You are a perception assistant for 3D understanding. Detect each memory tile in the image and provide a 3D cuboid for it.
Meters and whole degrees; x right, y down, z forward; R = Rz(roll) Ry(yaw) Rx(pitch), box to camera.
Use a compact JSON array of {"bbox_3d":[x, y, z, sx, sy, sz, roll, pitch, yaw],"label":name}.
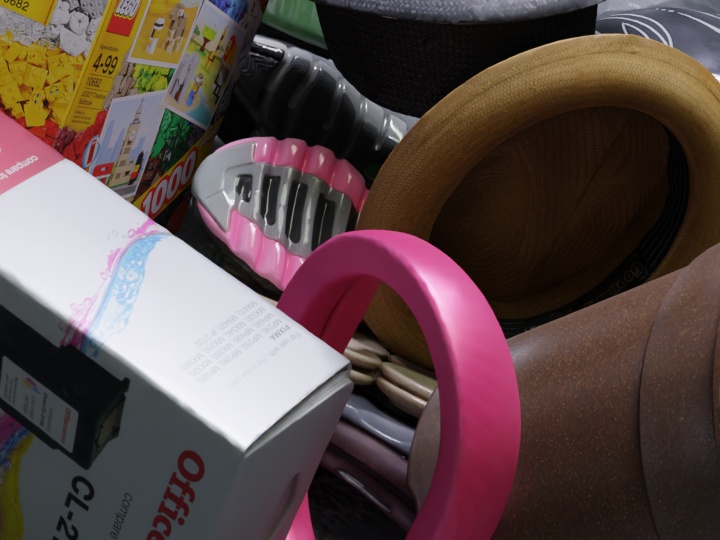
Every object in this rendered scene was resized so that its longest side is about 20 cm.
[{"bbox_3d":[0.012,0.047,1.059,0.199,0.017,0.153,25,4,3],"label":"memory tile"}]

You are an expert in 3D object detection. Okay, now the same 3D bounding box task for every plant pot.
[{"bbox_3d":[0.136,0.087,0.890,0.200,0.198,0.201,15,67,-39],"label":"plant pot"}]

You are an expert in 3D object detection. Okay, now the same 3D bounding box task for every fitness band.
[{"bbox_3d":[0.002,0.074,0.903,0.037,0.200,0.144,-4,46,-31],"label":"fitness band"}]

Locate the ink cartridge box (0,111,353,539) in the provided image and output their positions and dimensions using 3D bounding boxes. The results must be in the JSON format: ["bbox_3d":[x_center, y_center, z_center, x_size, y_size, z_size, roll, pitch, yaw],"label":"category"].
[{"bbox_3d":[-0.120,0.050,0.904,0.200,0.146,0.083,35,37,16],"label":"ink cartridge box"}]

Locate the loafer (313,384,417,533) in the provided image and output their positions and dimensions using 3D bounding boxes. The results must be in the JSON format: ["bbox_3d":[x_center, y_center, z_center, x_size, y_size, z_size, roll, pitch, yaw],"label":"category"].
[{"bbox_3d":[-0.009,0.086,1.010,0.199,0.063,0.072,27,4,17],"label":"loafer"}]

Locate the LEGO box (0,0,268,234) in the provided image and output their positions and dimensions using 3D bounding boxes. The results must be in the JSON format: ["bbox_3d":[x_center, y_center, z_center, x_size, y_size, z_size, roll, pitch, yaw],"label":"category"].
[{"bbox_3d":[-0.127,-0.098,1.042,0.077,0.149,0.200,24,8,14],"label":"LEGO box"}]

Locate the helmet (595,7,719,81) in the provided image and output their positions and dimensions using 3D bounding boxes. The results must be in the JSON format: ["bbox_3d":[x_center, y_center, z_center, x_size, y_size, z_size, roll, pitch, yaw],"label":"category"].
[{"bbox_3d":[0.166,-0.044,1.152,0.200,0.200,0.191,33,-9,13],"label":"helmet"}]

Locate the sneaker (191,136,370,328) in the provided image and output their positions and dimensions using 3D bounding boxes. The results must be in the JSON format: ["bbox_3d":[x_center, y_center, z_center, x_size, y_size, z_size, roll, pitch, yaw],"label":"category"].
[{"bbox_3d":[0.000,0.000,1.107,0.199,0.095,0.079,25,72,-14],"label":"sneaker"}]

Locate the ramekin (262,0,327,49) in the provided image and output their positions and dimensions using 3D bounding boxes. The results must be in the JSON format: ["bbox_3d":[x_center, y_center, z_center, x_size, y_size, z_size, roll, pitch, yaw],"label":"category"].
[{"bbox_3d":[0.015,-0.189,1.337,0.199,0.098,0.200,16,15,-5],"label":"ramekin"}]

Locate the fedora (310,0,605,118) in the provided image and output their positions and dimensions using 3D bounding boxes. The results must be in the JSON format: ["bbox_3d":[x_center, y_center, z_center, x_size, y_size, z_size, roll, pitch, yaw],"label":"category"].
[{"bbox_3d":[0.049,-0.133,1.091,0.200,0.092,0.201,-3,33,2],"label":"fedora"}]

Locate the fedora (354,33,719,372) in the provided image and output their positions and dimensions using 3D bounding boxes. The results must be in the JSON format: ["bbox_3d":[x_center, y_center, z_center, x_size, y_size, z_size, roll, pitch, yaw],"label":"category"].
[{"bbox_3d":[0.082,-0.039,1.024,0.200,0.201,0.082,9,36,-23],"label":"fedora"}]

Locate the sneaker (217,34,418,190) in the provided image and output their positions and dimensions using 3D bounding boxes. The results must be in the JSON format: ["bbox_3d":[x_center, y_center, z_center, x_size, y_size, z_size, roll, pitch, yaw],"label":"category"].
[{"bbox_3d":[-0.003,-0.088,1.261,0.200,0.075,0.116,30,27,-10],"label":"sneaker"}]
